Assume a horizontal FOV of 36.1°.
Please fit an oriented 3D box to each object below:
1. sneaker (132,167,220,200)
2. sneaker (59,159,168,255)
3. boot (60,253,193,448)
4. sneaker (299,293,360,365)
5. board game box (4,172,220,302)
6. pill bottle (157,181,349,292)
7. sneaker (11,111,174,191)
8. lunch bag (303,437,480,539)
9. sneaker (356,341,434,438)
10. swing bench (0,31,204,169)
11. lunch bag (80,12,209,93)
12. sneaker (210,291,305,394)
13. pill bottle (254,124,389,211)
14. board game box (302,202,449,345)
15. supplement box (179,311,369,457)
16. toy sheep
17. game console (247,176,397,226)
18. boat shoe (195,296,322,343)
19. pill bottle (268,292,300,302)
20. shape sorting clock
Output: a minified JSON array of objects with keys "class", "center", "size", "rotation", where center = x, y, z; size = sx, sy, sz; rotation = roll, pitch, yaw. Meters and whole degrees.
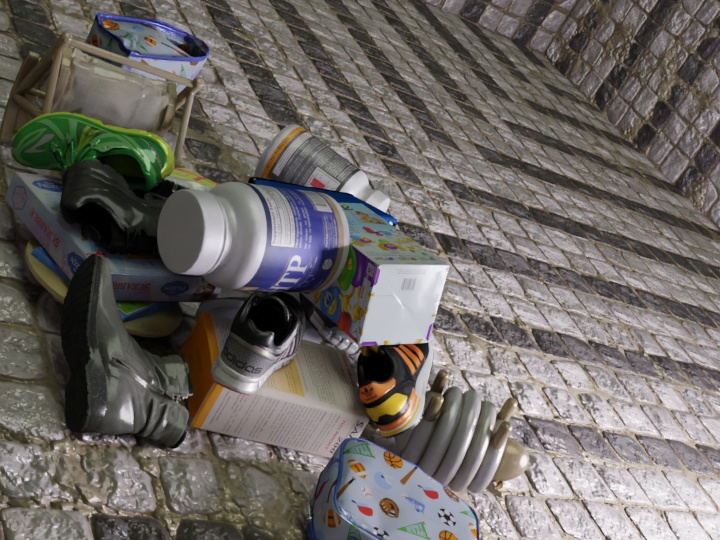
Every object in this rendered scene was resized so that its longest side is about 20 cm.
[{"class":"sneaker","center":[-0.202,-0.092,1.414],"size":[0.199,0.078,0.090],"rotation":[21,19,-28]},{"class":"sneaker","center":[-0.252,-0.046,1.258],"size":[0.199,0.076,0.091],"rotation":[23,34,-17]},{"class":"boot","center":[-0.244,0.089,1.168],"size":[0.130,0.068,0.201],"rotation":[15,57,-39]},{"class":"sneaker","center":[0.017,0.062,1.440],"size":[0.200,0.115,0.075],"rotation":[44,17,-34]},{"class":"board game box","center":[-0.292,-0.037,1.324],"size":[0.199,0.041,0.199],"rotation":[44,23,31]},{"class":"pill bottle","center":[-0.121,-0.037,1.237],"size":[0.199,0.120,0.120],"rotation":[3,37,-44]},{"class":"sneaker","center":[-0.322,-0.136,1.303],"size":[0.198,0.075,0.084],"rotation":[7,35,7]},{"class":"lunch bag","center":[0.034,0.276,1.186],"size":[0.199,0.076,0.161],"rotation":[29,27,-10]},{"class":"sneaker","center":[0.036,0.105,1.317],"size":[0.090,0.070,0.201],"rotation":[55,23,-26]},{"class":"swing bench","center":[-0.346,-0.211,1.468],"size":[0.198,0.131,0.199],"rotation":[16,-8,-33]},{"class":"lunch bag","center":[-0.338,-0.287,1.670],"size":[0.124,0.170,0.199],"rotation":[49,30,22]},{"class":"sneaker","center":[-0.098,0.061,1.227],"size":[0.073,0.088,0.200],"rotation":[32,25,3]},{"class":"pill bottle","center":[-0.060,-0.132,1.758],"size":[0.199,0.117,0.116],"rotation":[36,25,9]},{"class":"board game box","center":[0.000,0.000,1.341],"size":[0.104,0.104,0.200],"rotation":[1,24,-33]},{"class":"supplement box","center":[-0.101,0.135,1.280],"size":[0.199,0.074,0.126],"rotation":[18,29,-27]},{"class":"toy sheep","center":[0.111,0.201,1.348],"size":[0.199,0.139,0.138],"rotation":[25,24,3]},{"class":"game console","center":[-0.080,-0.057,1.559],"size":[0.199,0.119,0.170],"rotation":[5,19,-44]},{"class":"boat shoe","center":[-0.133,0.064,1.391],"size":[0.199,0.069,0.057],"rotation":[17,29,-46]},{"class":"pill bottle","center":[-0.027,0.008,1.557],"size":[0.199,0.117,0.117],"rotation":[5,36,-45]},{"class":"shape sorting clock","center":[-0.301,0.017,1.302],"size":[0.199,0.039,0.200],"rotation":[27,21,-11]}]
